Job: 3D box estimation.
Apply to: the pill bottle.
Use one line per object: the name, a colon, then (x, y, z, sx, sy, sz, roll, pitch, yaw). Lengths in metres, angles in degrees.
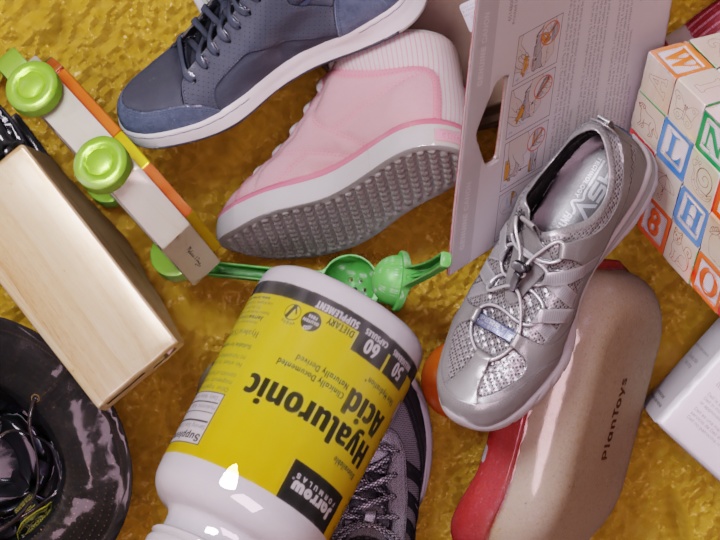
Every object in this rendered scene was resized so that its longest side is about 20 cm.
pill bottle: (-0.053, 0.108, 1.670, 0.111, 0.111, 0.201, 29, 74, -4)

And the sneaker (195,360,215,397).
sneaker: (-0.080, 0.157, 1.737, 0.076, 0.088, 0.202, 0, 97, 26)

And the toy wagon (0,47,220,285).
toy wagon: (-0.161, -0.075, 1.684, 0.040, 0.155, 0.200, -41, 66, -3)

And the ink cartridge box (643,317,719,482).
ink cartridge box: (0.294, 0.061, 1.742, 0.146, 0.084, 0.200, 42, 94, -5)

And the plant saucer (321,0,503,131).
plant saucer: (0.057, -0.184, 1.738, 0.198, 0.029, 0.202, 0, 97, -2)

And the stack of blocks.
stack of blocks: (0.234, -0.032, 1.649, 0.058, 0.200, 0.116, -15, 138, -27)

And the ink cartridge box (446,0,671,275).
ink cartridge box: (0.107, -0.117, 1.646, 0.176, 0.045, 0.201, -27, 138, -34)

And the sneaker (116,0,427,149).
sneaker: (-0.080, -0.165, 1.642, 0.201, 0.077, 0.146, -29, 135, 10)

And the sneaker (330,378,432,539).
sneaker: (0.006, 0.151, 1.735, 0.075, 0.114, 0.202, 4, 97, -1)

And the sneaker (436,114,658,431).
sneaker: (0.096, -0.004, 1.629, 0.074, 0.082, 0.201, 23, 80, 26)

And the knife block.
knife block: (-0.201, -0.030, 1.685, 0.064, 0.200, 0.176, -40, 125, 4)

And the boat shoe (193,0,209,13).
boat shoe: (-0.119, -0.221, 1.708, 0.067, 0.074, 0.200, -37, 97, 6)

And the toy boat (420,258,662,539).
toy boat: (0.096, 0.081, 1.739, 0.130, 0.130, 0.201, 18, 97, 28)

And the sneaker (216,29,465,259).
sneaker: (-0.009, -0.080, 1.714, 0.075, 0.200, 0.105, 20, 57, -40)

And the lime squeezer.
lime squeezer: (0.000, 0.000, 1.711, 0.071, 0.199, 0.038, 39, 62, -39)

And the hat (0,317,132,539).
hat: (-0.238, 0.109, 1.746, 0.199, 0.081, 0.202, -1, 105, -3)

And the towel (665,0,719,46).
towel: (0.298, -0.135, 1.723, 0.199, 0.023, 0.145, -31, 71, 4)
